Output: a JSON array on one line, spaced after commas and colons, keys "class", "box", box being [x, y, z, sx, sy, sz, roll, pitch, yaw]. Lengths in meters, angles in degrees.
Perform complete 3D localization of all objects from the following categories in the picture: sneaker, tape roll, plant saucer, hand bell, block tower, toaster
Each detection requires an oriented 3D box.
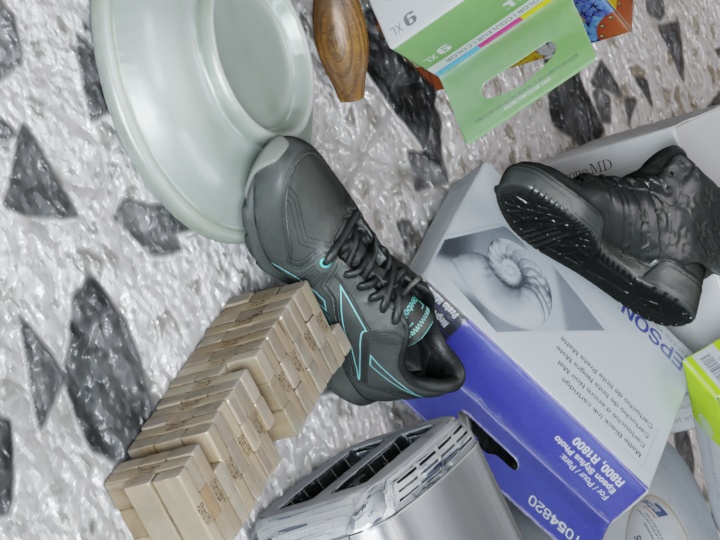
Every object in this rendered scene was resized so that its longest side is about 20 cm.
[{"class": "sneaker", "box": [0.173, -0.040, 1.910, 0.199, 0.060, 0.105, 35, 61, -27]}, {"class": "tape roll", "box": [0.168, 0.203, 1.944, 0.200, 0.066, 0.201, 34, 48, -49]}, {"class": "sneaker", "box": [0.000, 0.000, 1.699, 0.076, 0.079, 0.200, -57, 138, -28]}, {"class": "plant saucer", "box": [-0.074, -0.117, 1.693, 0.200, 0.050, 0.201, 32, 51, -51]}, {"class": "hand bell", "box": [-0.023, -0.198, 1.806, 0.104, 0.104, 0.201, -37, 121, -59]}, {"class": "block tower", "box": [-0.070, 0.078, 1.606, 0.058, 0.054, 0.200, 64, 31, -20]}, {"class": "toaster", "box": [0.024, 0.166, 1.669, 0.200, 0.113, 0.130, -33, 103, -57]}]

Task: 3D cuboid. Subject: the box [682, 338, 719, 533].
[{"class": "box", "box": [0.282, 0.104, 1.970, 0.048, 0.122, 0.200, 51, -15, 41]}]

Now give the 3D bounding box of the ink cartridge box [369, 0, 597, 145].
[{"class": "ink cartridge box", "box": [0.056, -0.190, 1.837, 0.059, 0.104, 0.201, 24, 39, -55]}]

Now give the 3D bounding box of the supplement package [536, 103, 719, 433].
[{"class": "supplement package", "box": [0.212, 0.001, 2.055, 0.120, 0.121, 0.201, -23, 96, -59]}]

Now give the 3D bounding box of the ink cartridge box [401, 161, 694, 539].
[{"class": "ink cartridge box", "box": [0.109, 0.054, 1.868, 0.199, 0.041, 0.200, 42, 38, -11]}]

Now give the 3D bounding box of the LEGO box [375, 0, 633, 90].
[{"class": "LEGO box", "box": [0.098, -0.234, 1.938, 0.077, 0.148, 0.201, 43, 43, -43]}]
